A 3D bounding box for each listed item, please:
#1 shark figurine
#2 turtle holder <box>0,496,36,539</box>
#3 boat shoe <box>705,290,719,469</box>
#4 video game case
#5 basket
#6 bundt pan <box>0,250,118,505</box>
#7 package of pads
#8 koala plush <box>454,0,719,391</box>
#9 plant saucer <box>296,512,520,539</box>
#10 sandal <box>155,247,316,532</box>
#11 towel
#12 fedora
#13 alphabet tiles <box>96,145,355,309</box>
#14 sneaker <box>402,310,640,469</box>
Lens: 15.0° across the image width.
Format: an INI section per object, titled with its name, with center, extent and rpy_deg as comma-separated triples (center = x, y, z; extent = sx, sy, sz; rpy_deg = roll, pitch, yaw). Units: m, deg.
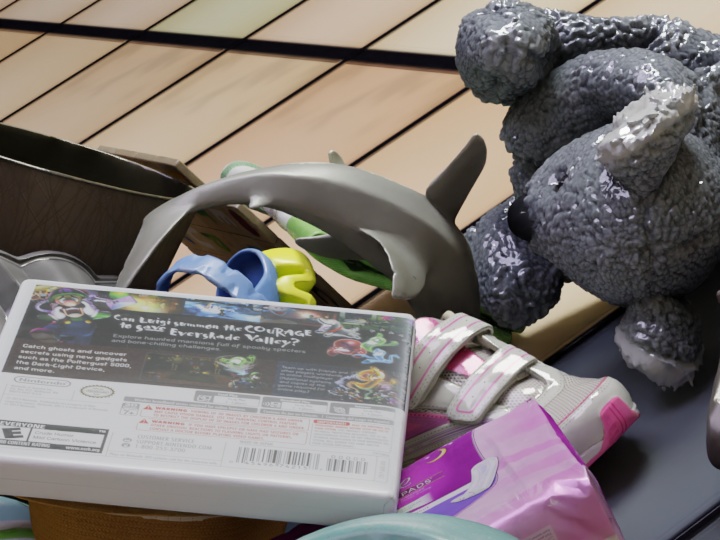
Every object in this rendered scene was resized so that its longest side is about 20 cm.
[shark figurine]
center = -0.010, -0.013, 1.404
extent = 0.128, 0.213, 0.090
rpy_deg = -58, 30, 34
[turtle holder]
center = -0.191, 0.170, 1.351
extent = 0.131, 0.142, 0.186
rpy_deg = -9, -21, -12
[boat shoe]
center = 0.189, 0.032, 1.315
extent = 0.057, 0.067, 0.200
rpy_deg = -18, 24, 14
[video game case]
center = -0.077, 0.060, 1.285
extent = 0.199, 0.023, 0.182
rpy_deg = 5, 26, 2
[basket]
center = -0.203, 0.028, 1.562
extent = 0.136, 0.179, 0.201
rpy_deg = -139, 65, -70
[bundt pan]
center = -0.177, 0.095, 1.477
extent = 0.201, 0.203, 0.076
rpy_deg = -33, 30, -16
[package of pads]
center = 0.019, 0.145, 1.238
extent = 0.199, 0.076, 0.121
rpy_deg = -28, 20, -2
[koala plush]
center = 0.144, -0.043, 1.425
extent = 0.183, 0.178, 0.200
rpy_deg = -3, 17, 1
[plant saucer]
center = -0.001, 0.174, 1.121
extent = 0.199, 0.036, 0.201
rpy_deg = -13, 46, 14
[sandal]
center = -0.065, 0.066, 1.452
extent = 0.079, 0.087, 0.201
rpy_deg = -45, 42, 32
[towel]
center = 0.002, -0.009, 1.605
extent = 0.031, 0.149, 0.200
rpy_deg = -66, 20, 7
[fedora]
center = -0.097, 0.102, 1.323
extent = 0.199, 0.082, 0.201
rpy_deg = 3, 23, -1
[alphabet tiles]
center = -0.080, -0.017, 1.676
extent = 0.006, 0.166, 0.200
rpy_deg = -51, 24, -12
[sneaker]
center = 0.052, 0.068, 1.376
extent = 0.199, 0.089, 0.081
rpy_deg = -6, 27, 48
